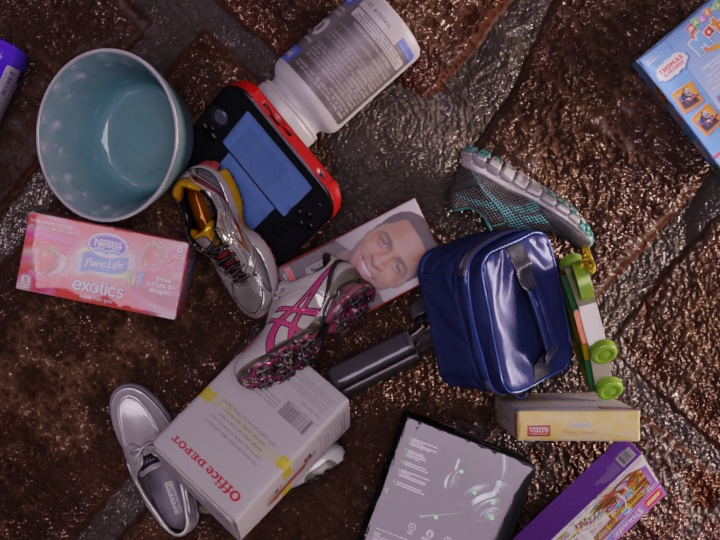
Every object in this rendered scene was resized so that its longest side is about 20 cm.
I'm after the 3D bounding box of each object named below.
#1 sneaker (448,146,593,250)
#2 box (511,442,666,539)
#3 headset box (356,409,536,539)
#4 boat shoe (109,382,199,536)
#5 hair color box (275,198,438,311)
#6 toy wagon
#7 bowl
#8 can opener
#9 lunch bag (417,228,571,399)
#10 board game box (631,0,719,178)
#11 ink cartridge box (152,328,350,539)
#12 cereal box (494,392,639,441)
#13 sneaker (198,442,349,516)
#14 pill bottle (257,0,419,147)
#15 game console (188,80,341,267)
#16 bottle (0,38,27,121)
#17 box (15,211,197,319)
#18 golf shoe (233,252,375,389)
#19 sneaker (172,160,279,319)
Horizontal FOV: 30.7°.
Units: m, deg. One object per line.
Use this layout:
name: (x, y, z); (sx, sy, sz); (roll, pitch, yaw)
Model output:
sneaker: (0.196, -0.072, 1.642); (0.198, 0.078, 0.092); (32, 104, 3)
box: (0.277, 0.305, 1.606); (0.200, 0.137, 0.039); (-43, 51, -2)
headset box: (0.104, 0.286, 1.619); (0.172, 0.093, 0.203); (20, 89, -1)
boat shoe: (-0.253, 0.233, 1.623); (0.073, 0.065, 0.202); (-29, 91, -1)
hair color box: (0.000, 0.000, 1.633); (0.198, 0.061, 0.102); (-28, 89, -2)
toy wagon: (0.268, 0.052, 1.566); (0.039, 0.156, 0.201); (-16, 135, 4)
bowl: (-0.282, -0.161, 1.587); (0.198, 0.105, 0.204); (1, 94, 22)
can opener: (0.047, 0.087, 1.648); (0.198, 0.054, 0.067); (-26, 58, -1)
lunch bag: (0.169, 0.056, 1.571); (0.135, 0.132, 0.203); (-23, 103, -35)
board game box: (0.462, -0.232, 1.657); (0.151, 0.037, 0.201); (-38, 91, -1)
ink cartridge box: (-0.129, 0.196, 1.570); (0.145, 0.084, 0.200); (39, 69, 19)
cereal box: (0.242, 0.174, 1.569); (0.141, 0.200, 0.040); (0, 91, -1)
sneaker: (-0.117, 0.242, 1.633); (0.198, 0.077, 0.089); (-25, 78, -7)
pill bottle: (-0.034, -0.242, 1.606); (0.200, 0.114, 0.114); (-41, 91, -2)
game console: (-0.125, -0.115, 1.590); (0.201, 0.177, 0.031); (51, 45, 0)
bottle: (-0.476, -0.188, 1.610); (0.065, 0.084, 0.202); (24, 90, -2)
box: (-0.306, -0.007, 1.605); (0.197, 0.103, 0.096); (11, 92, 0)
golf shoe: (-0.079, 0.061, 1.556); (0.199, 0.073, 0.092); (-38, 63, -21)
sneaker: (-0.169, -0.030, 1.584); (0.077, 0.082, 0.202); (-28, 91, 31)
